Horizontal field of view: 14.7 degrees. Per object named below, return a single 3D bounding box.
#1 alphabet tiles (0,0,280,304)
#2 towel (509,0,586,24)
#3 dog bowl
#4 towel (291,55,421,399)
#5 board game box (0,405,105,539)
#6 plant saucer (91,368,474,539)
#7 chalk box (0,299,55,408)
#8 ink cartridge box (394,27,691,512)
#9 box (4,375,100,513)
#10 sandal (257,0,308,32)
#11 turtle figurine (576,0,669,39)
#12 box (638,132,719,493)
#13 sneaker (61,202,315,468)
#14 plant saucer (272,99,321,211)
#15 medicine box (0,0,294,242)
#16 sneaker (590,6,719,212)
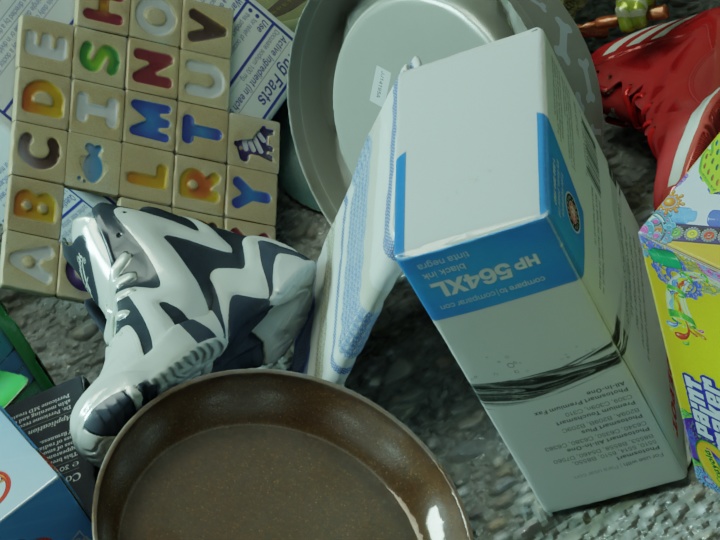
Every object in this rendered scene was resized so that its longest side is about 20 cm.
[{"bbox_3d":[-0.123,-0.070,1.617,0.008,0.167,0.200,-32,51,58],"label":"alphabet tiles"},{"bbox_3d":[0.080,-0.177,1.662,0.200,0.036,0.148,-49,43,-8],"label":"towel"},{"bbox_3d":[0.050,-0.089,1.556,0.200,0.201,0.059,14,22,40],"label":"dog bowl"},{"bbox_3d":[0.000,0.000,1.507,0.024,0.200,0.147,16,43,-10],"label":"towel"},{"bbox_3d":[-0.260,0.135,1.431,0.200,0.056,0.196,-37,40,-10],"label":"board game box"},{"bbox_3d":[-0.040,0.142,1.405,0.200,0.035,0.201,10,52,-12],"label":"plant saucer"},{"bbox_3d":[-0.267,0.066,1.622,0.200,0.124,0.124,21,59,42],"label":"chalk box"},{"bbox_3d":[0.093,0.003,1.415,0.084,0.200,0.146,-17,40,16],"label":"ink cartridge box"},{"bbox_3d":[-0.205,0.183,1.473,0.200,0.104,0.182,-23,38,8],"label":"box"},{"bbox_3d":[-0.009,-0.211,1.803,0.080,0.057,0.201,9,39,37],"label":"sandal"},{"bbox_3d":[0.218,-0.194,1.600,0.200,0.065,0.161,-29,12,-39],"label":"turtle figurine"},{"bbox_3d":[0.246,0.000,1.313,0.122,0.200,0.193,26,63,32],"label":"box"},{"bbox_3d":[-0.126,0.027,1.503,0.129,0.080,0.199,25,44,21],"label":"sneaker"},{"bbox_3d":[0.028,-0.117,1.708,0.201,0.039,0.201,-17,41,15],"label":"plant saucer"},{"bbox_3d":[-0.162,-0.114,1.676,0.182,0.200,0.103,-57,13,-30],"label":"medicine box"},{"bbox_3d":[0.174,-0.076,1.565,0.115,0.078,0.200,-11,30,33],"label":"sneaker"}]
